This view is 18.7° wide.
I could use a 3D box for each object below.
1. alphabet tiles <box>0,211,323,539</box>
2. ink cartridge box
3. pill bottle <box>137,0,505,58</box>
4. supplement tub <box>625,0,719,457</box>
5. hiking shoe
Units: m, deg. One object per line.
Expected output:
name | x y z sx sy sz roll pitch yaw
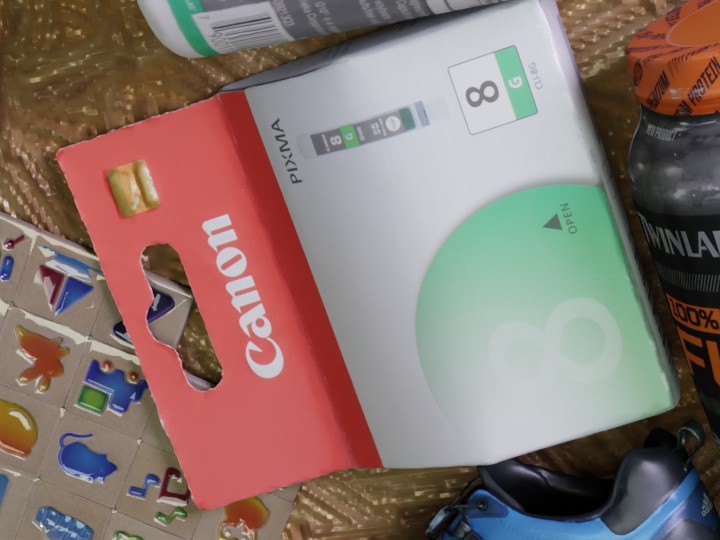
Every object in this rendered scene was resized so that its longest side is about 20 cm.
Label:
alphabet tiles | -0.124 0.069 0.880 0.199 0.008 0.168 22 110 -1
ink cartridge box | 0.000 0.000 0.813 0.199 0.050 0.161 -18 102 10
pill bottle | 0.022 -0.143 0.732 0.199 0.113 0.113 -10 108 10
supplement tub | 0.167 0.001 0.759 0.122 0.123 0.201 -18 106 13
hiking shoe | 0.048 0.113 0.839 0.199 0.074 0.087 -15 97 21
